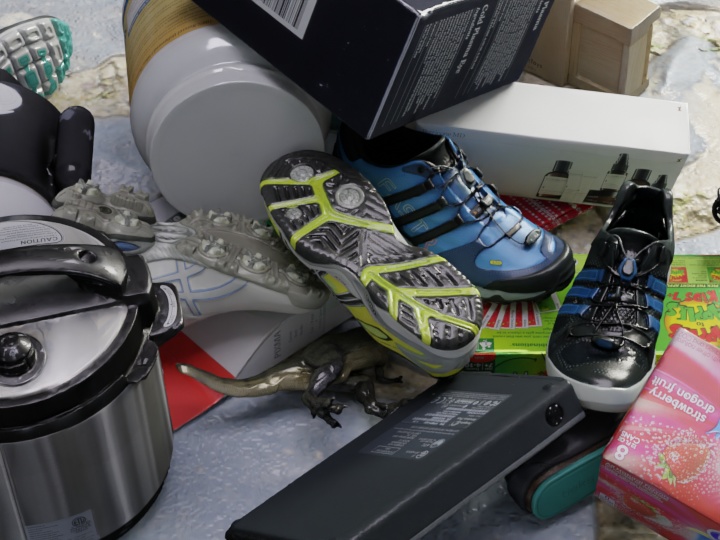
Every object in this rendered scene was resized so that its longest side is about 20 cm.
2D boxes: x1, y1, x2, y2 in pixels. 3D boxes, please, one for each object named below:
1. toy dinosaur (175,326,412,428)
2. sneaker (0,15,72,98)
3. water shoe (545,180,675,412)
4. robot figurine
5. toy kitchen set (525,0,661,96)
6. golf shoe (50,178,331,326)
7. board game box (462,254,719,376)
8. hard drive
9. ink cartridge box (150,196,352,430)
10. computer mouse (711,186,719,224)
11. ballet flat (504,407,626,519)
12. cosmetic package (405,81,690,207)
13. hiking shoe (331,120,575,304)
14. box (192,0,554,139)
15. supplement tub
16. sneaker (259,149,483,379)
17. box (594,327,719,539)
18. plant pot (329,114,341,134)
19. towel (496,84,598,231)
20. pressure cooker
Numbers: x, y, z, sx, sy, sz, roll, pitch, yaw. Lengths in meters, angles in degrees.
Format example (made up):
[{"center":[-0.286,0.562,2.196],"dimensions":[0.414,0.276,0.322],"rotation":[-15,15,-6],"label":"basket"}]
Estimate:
[{"center":[-0.017,0.071,1.404],"dimensions":[0.199,0.048,0.088],"rotation":[-15,42,-26],"label":"toy dinosaur"},{"center":[-0.317,-0.153,1.632],"dimensions":[0.091,0.078,0.200],"rotation":[31,50,34],"label":"sneaker"},{"center":[0.164,0.012,1.360],"dimensions":[0.071,0.079,0.200],"rotation":[9,35,9],"label":"water shoe"},{"center":[-0.265,-0.053,1.490],"dimensions":[0.124,0.151,0.201],"rotation":[10,41,-14],"label":"robot figurine"},{"center":[0.183,-0.274,1.690],"dimensions":[0.199,0.164,0.180],"rotation":[29,51,27],"label":"toy kitchen set"},{"center":[-0.121,0.008,1.421],"dimensions":[0.199,0.098,0.078],"rotation":[16,25,0],"label":"golf shoe"},{"center":[0.164,0.039,1.443],"dimensions":[0.199,0.048,0.102],"rotation":[0,44,1],"label":"board game box"},{"center":[0.025,0.128,1.303],"dimensions":[0.200,0.033,0.139],"rotation":[-32,15,-27],"label":"hard drive"},{"center":[-0.123,0.019,1.466],"dimensions":[0.199,0.050,0.161],"rotation":[-30,51,-31],"label":"ink cartridge box"},{"center":[0.304,0.036,1.422],"dimensions":[0.140,0.046,0.201],"rotation":[27,30,-26],"label":"computer mouse"},{"center":[0.179,0.098,1.367],"dimensions":[0.199,0.073,0.073],"rotation":[-20,47,-17],"label":"ballet flat"},{"center":[0.132,-0.091,1.509],"dimensions":[0.199,0.083,0.051],"rotation":[6,57,-5],"label":"cosmetic package"},{"center":[0.058,-0.045,1.431],"dimensions":[0.199,0.087,0.074],"rotation":[26,49,20],"label":"hiking shoe"},{"center":[0.006,-0.204,1.427],"dimensions":[0.200,0.104,0.182],"rotation":[40,38,22],"label":"box"},{"center":[-0.097,-0.140,1.501],"dimensions":[0.144,0.145,0.201],"rotation":[-5,39,-5],"label":"supplement tub"},{"center":[0.000,0.000,1.388],"dimensions":[0.075,0.077,0.200],"rotation":[-32,62,-21],"label":"sneaker"},{"center":[0.252,0.135,1.261],"dimensions":[0.199,0.096,0.100],"rotation":[30,74,13],"label":"box"},{"center":[0.022,-0.211,1.625],"dimensions":[0.200,0.201,0.134],"rotation":[31,24,29],"label":"plant pot"},{"center":[0.107,-0.069,1.577],"dimensions":[0.199,0.023,0.145],"rotation":[-27,48,-28],"label":"towel"},{"center":[-0.207,0.063,1.304],"dimensions":[0.178,0.201,0.176],"rotation":[25,54,26],"label":"pressure cooker"}]
